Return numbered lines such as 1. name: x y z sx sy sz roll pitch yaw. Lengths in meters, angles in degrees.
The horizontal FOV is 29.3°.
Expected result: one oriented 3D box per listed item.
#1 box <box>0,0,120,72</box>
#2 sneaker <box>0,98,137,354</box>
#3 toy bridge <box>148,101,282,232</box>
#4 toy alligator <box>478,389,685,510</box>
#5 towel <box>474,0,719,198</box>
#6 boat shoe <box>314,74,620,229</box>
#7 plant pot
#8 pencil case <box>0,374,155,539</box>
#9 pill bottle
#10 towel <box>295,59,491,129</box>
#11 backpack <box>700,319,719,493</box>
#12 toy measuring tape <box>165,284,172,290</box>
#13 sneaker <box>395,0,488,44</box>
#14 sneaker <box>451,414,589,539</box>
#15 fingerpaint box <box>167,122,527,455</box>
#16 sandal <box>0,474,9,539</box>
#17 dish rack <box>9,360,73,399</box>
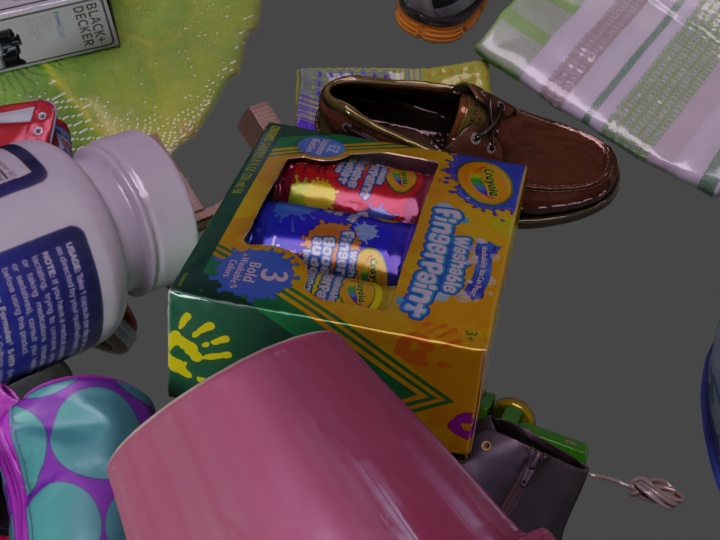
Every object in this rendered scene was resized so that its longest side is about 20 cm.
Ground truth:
1. box: -0.281 -0.199 0.986 0.199 0.060 0.117 -15 60 -6
2. sneaker: -0.193 -0.036 0.880 0.199 0.071 0.113 33 69 22
3. toy bridge: -0.123 -0.053 0.870 0.199 0.027 0.067 -22 72 -39
4. toy alligator: 0.085 0.109 0.799 0.199 0.059 0.055 26 108 9
5. towel: 0.198 -0.151 0.945 0.199 0.031 0.149 33 65 14
6. boat shoe: 0.068 -0.078 0.871 0.199 0.068 0.072 7 58 5
7. plant pot: -0.018 0.136 0.625 0.199 0.200 0.180 -28 74 -14
8. pencil case: -0.139 0.155 0.677 0.092 0.085 0.201 13 50 -30
9. pill bottle: -0.192 -0.002 0.733 0.199 0.120 0.120 -24 60 -31
10. towel: 0.022 -0.059 0.913 0.143 0.023 0.201 1 60 3
11. backpack: 0.289 0.078 0.750 0.199 0.147 0.184 -5 60 -5
12. toy measuring tape: -0.077 0.053 0.821 0.199 0.074 0.074 26 64 13
13. sneaker: 0.090 -0.254 0.995 0.078 0.077 0.201 21 61 16
14. sneaker: 0.019 0.116 0.750 0.199 0.075 0.107 19 97 -1
15. fingerpaint box: 0.000 0.000 0.778 0.166 0.074 0.200 11 33 8
16. sandal: -0.206 0.132 0.796 0.199 0.045 0.075 32 65 19
17. dish rack: -0.271 0.051 0.797 0.171 0.044 0.200 -25 45 -35
